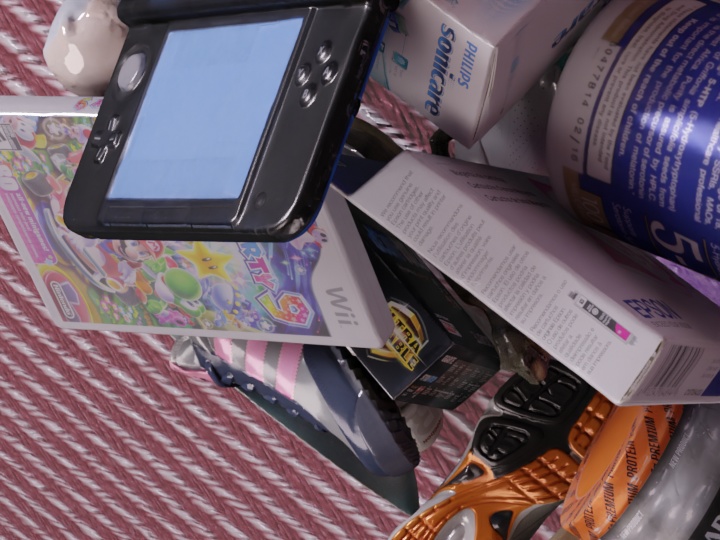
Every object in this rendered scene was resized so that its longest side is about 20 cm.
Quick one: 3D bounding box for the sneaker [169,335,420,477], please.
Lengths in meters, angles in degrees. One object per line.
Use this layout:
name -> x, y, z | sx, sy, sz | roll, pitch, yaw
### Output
sneaker -> -0.051, 0.045, 1.459 | 0.200, 0.082, 0.070 | 50, -175, 17

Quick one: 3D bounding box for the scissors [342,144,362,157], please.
scissors -> 0.045, -0.041, 1.558 | 0.200, 0.014, 0.073 | 40, 156, 12

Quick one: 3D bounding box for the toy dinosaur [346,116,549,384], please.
toy dinosaur -> 0.053, -0.035, 1.465 | 0.200, 0.088, 0.047 | 48, 152, -3

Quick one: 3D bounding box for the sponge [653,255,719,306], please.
sponge -> 0.199, 0.022, 1.403 | 0.112, 0.030, 0.200 | 47, 154, -4

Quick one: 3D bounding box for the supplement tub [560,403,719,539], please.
supplement tub -> 0.210, 0.138, 1.405 | 0.200, 0.123, 0.123 | 30, 154, -4

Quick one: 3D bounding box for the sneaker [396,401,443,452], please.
sneaker -> 0.023, 0.063, 1.683 | 0.085, 0.073, 0.200 | 39, 165, 5

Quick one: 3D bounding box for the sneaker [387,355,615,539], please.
sneaker -> 0.086, 0.111, 1.532 | 0.076, 0.200, 0.092 | 45, -170, 5

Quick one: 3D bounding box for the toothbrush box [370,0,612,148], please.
toothbrush box -> 0.022, -0.175, 1.239 | 0.200, 0.146, 0.085 | 39, 154, 14

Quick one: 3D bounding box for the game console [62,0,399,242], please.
game console -> -0.090, -0.112, 1.204 | 0.118, 0.171, 0.200 | 27, 166, -32

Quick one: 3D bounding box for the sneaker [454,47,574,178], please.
sneaker -> 0.081, -0.101, 1.368 | 0.088, 0.075, 0.200 | 5, 137, 30

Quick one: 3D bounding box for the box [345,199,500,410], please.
box -> 0.000, 0.000, 1.490 | 0.159, 0.046, 0.200 | 50, -174, 11

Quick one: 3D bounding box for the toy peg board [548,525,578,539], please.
toy peg board -> 0.176, 0.208, 1.544 | 0.199, 0.200, 0.098 | 47, 172, -6

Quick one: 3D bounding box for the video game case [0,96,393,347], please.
video game case -> -0.093, -0.025, 1.367 | 0.200, 0.018, 0.143 | 3, 132, 31

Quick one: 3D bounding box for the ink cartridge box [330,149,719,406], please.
ink cartridge box -> 0.081, -0.011, 1.272 | 0.200, 0.043, 0.196 | 39, -168, 18

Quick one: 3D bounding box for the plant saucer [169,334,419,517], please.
plant saucer -> -0.035, 0.066, 1.569 | 0.201, 0.039, 0.201 | 38, 180, 0

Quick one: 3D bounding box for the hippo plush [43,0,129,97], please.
hippo plush -> -0.079, -0.190, 1.379 | 0.200, 0.159, 0.161 | -103, 18, -48

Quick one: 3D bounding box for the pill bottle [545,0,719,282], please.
pill bottle -> 0.192, -0.044, 1.212 | 0.200, 0.120, 0.120 | 25, 148, 36
